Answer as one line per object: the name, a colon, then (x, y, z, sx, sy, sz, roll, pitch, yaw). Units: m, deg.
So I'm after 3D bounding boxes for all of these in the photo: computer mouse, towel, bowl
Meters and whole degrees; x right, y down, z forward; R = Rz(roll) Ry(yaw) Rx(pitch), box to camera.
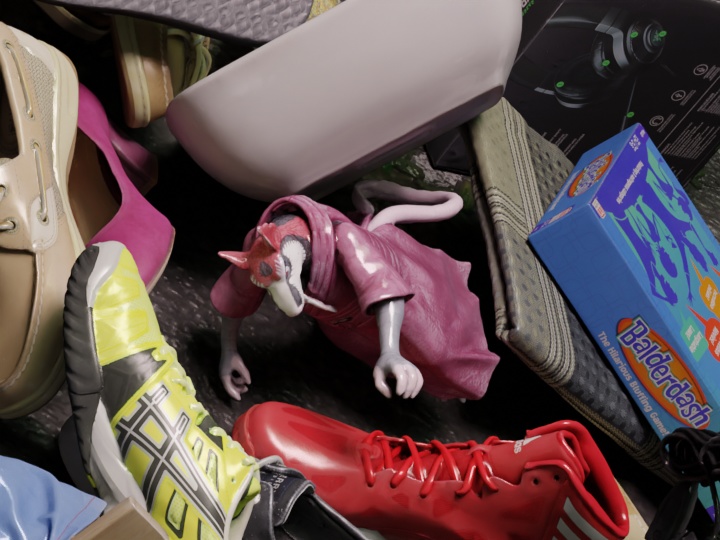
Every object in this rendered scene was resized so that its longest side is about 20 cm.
computer mouse: (0.138, 0.164, 1.341, 0.046, 0.200, 0.140, 19, 2, -5)
towel: (0.116, 0.007, 1.528, 0.193, 0.035, 0.200, 38, 32, -41)
bowl: (0.001, -0.095, 1.432, 0.075, 0.200, 0.200, 63, -1, 2)

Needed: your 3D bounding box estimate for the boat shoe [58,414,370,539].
boat shoe: (-0.050, 0.118, 1.278, 0.200, 0.068, 0.072, 39, 35, 4)

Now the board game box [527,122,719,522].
board game box: (0.180, 0.029, 1.529, 0.200, 0.045, 0.152, 56, 24, -9)

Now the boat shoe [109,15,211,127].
boat shoe: (-0.099, -0.143, 1.478, 0.063, 0.073, 0.201, -3, 29, 3)

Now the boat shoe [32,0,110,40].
boat shoe: (-0.166, -0.188, 1.449, 0.072, 0.068, 0.200, 53, 6, 28)

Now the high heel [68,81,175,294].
high heel: (-0.148, -0.036, 1.355, 0.096, 0.067, 0.200, 35, 15, -20)

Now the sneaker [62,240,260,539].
sneaker: (-0.086, 0.082, 1.227, 0.075, 0.076, 0.200, 64, 13, -82)

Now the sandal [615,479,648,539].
sandal: (0.169, 0.159, 1.424, 0.078, 0.070, 0.212, -16, 62, -49)

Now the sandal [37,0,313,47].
sandal: (-0.123, -0.159, 1.377, 0.200, 0.076, 0.043, 22, -6, -14)

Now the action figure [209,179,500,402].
action figure: (0.000, 0.000, 1.368, 0.200, 0.134, 0.149, 33, 67, -57)

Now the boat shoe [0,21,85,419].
boat shoe: (-0.173, -0.028, 1.292, 0.065, 0.072, 0.200, 33, 49, -51)

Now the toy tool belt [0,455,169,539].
toy tool belt: (-0.189, 0.097, 1.131, 0.200, 0.123, 0.125, 29, 36, -13)

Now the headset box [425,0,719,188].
headset box: (0.142, -0.136, 1.642, 0.200, 0.174, 0.093, 9, 45, -33)

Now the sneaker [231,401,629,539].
sneaker: (0.044, 0.094, 1.346, 0.200, 0.116, 0.078, 26, 37, -17)

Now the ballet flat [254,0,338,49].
ballet flat: (-0.039, -0.157, 1.586, 0.071, 0.071, 0.200, 34, 12, -6)
